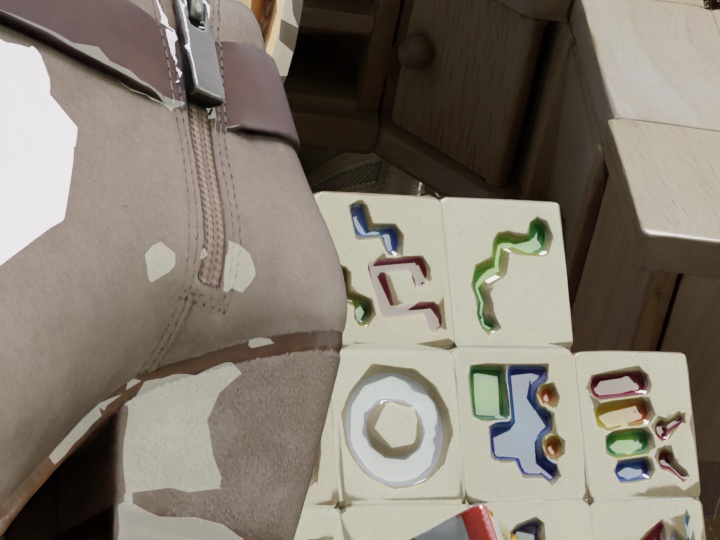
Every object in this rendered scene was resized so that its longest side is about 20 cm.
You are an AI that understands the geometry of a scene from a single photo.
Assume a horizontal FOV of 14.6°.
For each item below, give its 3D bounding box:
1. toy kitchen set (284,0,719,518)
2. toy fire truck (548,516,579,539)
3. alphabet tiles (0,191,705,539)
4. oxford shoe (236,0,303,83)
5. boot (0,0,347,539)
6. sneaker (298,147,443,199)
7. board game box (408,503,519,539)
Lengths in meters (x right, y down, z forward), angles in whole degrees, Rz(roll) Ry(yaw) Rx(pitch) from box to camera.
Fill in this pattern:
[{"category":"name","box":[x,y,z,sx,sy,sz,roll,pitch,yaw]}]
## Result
[{"category":"toy kitchen set","box":[0.000,0.000,0.767,0.200,0.179,0.164,-98,-162,-57]},{"category":"toy fire truck","box":[0.025,0.121,0.709,0.201,0.112,0.168,63,3,-5]},{"category":"alphabet tiles","box":[-0.005,0.066,0.577,0.199,0.006,0.167,1,79,-35]},{"category":"oxford shoe","box":[-0.064,-0.106,0.617,0.071,0.071,0.201,20,46,-46]},{"category":"boot","box":[-0.079,-0.007,0.482,0.200,0.070,0.147,25,53,-46]},{"category":"sneaker","box":[-0.009,0.008,0.908,0.071,0.075,0.200,59,35,-28]},{"category":"board game box","box":[-0.003,0.124,0.474,0.200,0.151,0.046,46,21,-53]}]
